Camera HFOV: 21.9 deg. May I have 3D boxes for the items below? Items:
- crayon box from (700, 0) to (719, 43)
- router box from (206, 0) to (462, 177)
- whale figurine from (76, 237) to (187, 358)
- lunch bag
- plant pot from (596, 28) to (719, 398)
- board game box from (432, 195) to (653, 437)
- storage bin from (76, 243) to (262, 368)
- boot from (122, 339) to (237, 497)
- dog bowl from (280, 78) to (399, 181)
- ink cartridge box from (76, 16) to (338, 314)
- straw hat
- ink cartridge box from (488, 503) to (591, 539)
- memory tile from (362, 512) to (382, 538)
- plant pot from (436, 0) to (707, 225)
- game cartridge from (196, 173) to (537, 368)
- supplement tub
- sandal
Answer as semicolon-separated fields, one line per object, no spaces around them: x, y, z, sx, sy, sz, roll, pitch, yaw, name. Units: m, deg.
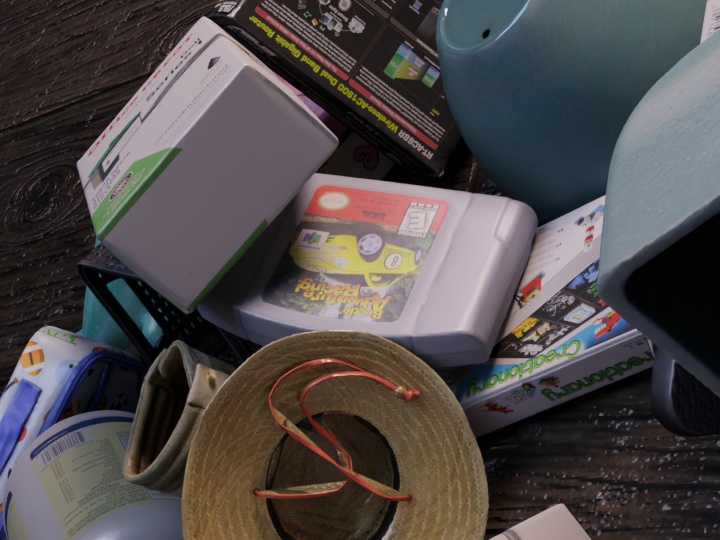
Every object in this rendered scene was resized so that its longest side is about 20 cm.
0.296;-0.169;1.096;0.200;0.051;0.127;-17;50;46;crayon box
0.013;-0.183;1.335;0.150;0.200;0.062;-57;22;-8;router box
-0.190;0.012;1.533;0.200;0.104;0.159;-48;34;17;whale figurine
-0.241;0.146;1.430;0.076;0.160;0.200;25;88;18;lunch bag
0.246;-0.050;0.944;0.196;0.196;0.200;-38;28;27;plant pot
0.117;0.027;1.173;0.200;0.035;0.126;-26;40;38;board game box
-0.102;0.023;1.354;0.094;0.135;0.200;-44;27;-20;storage bin
-0.057;0.076;1.225;0.072;0.155;0.200;14;75;56;boot
-0.058;-0.114;1.443;0.200;0.074;0.200;-21;40;19;dog bowl
-0.107;-0.075;1.222;0.146;0.084;0.200;-49;20;4;ink cartridge box
-0.018;0.132;1.164;0.201;0.201;0.085;-57;8;1;straw hat
0.042;0.209;0.965;0.147;0.200;0.083;-41;76;23;ink cartridge box
-0.003;0.143;1.257;0.153;0.017;0.200;-37;38;29;memory tile
0.128;-0.145;1.220;0.200;0.135;0.200;-33;40;33;plant pot
0.000;0.000;1.187;0.200;0.041;0.133;8;54;21;game cartridge
-0.160;0.202;1.293;0.145;0.145;0.200;-52;33;7;supplement tub
0.196;0.015;1.057;0.043;0.076;0.200;-20;37;41;sandal
